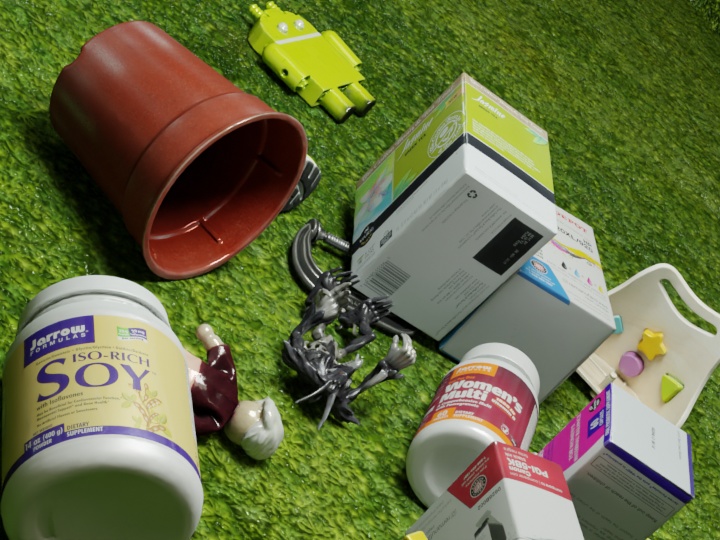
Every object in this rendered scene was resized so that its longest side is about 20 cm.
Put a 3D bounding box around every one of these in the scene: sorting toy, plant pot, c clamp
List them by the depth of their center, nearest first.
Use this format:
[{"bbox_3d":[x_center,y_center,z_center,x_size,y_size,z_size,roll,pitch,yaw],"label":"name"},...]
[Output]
[{"bbox_3d":[-0.189,-0.130,1.451,0.195,0.201,0.201,44,27,24],"label":"plant pot"},{"bbox_3d":[0.000,0.000,1.659,0.200,0.027,0.171,24,38,-31],"label":"c clamp"},{"bbox_3d":[0.349,0.090,1.785,0.200,0.180,0.107,48,29,12],"label":"sorting toy"}]

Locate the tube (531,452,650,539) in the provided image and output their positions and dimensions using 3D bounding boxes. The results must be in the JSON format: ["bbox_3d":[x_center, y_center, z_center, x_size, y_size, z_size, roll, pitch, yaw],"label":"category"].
[{"bbox_3d":[0.242,0.269,1.539,0.200,0.058,0.052,40,12,-4],"label":"tube"}]

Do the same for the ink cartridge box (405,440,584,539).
[{"bbox_3d":[0.123,0.274,1.287,0.083,0.147,0.200,24,32,-26],"label":"ink cartridge box"}]

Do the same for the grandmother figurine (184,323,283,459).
[{"bbox_3d":[-0.151,0.099,1.304,0.200,0.061,0.121,36,56,-14],"label":"grandmother figurine"}]

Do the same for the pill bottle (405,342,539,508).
[{"bbox_3d":[0.120,0.156,1.489,0.110,0.110,0.200,39,29,-3],"label":"pill bottle"}]

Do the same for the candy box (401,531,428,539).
[{"bbox_3d":[0.070,0.323,1.201,0.026,0.102,0.200,-6,52,-47],"label":"candy box"}]

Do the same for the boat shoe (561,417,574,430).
[{"bbox_3d":[0.252,0.195,1.640,0.072,0.065,0.200,47,29,13],"label":"boat shoe"}]

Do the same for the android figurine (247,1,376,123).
[{"bbox_3d":[-0.069,-0.279,1.949,0.200,0.041,0.182,48,29,10],"label":"android figurine"}]

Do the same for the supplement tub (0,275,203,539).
[{"bbox_3d":[-0.199,0.115,1.124,0.145,0.145,0.200,23,33,-30],"label":"supplement tub"}]

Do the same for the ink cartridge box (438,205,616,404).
[{"bbox_3d":[0.186,0.020,1.721,0.147,0.145,0.200,30,30,-20],"label":"ink cartridge box"}]

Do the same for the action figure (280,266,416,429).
[{"bbox_3d":[-0.015,0.068,1.460,0.119,0.102,0.200,44,25,-19],"label":"action figure"}]

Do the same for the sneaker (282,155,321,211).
[{"bbox_3d":[-0.128,-0.128,1.627,0.200,0.078,0.090,16,30,-41],"label":"sneaker"}]

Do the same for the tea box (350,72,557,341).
[{"bbox_3d":[0.101,-0.071,1.641,0.134,0.200,0.197,33,32,-21],"label":"tea box"}]

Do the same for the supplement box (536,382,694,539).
[{"bbox_3d":[0.213,0.221,1.415,0.103,0.200,0.101,34,28,-9],"label":"supplement box"}]
